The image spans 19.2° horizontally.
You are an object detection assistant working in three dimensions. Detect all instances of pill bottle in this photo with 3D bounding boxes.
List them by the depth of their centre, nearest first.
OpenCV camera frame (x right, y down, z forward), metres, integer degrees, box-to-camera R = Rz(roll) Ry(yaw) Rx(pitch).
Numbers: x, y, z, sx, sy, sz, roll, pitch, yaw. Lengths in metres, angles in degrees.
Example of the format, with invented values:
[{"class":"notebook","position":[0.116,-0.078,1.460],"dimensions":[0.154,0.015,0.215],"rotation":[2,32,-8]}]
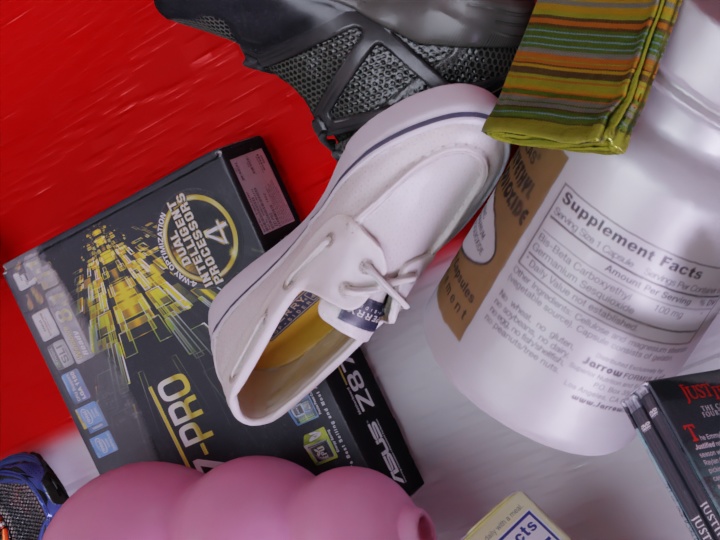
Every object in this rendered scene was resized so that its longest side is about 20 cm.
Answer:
[{"class":"pill bottle","position":[0.120,-0.028,0.932],"dimensions":[0.114,0.114,0.201],"rotation":[38,117,16]}]

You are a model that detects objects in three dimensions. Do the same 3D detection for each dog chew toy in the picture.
[{"class":"dog chew toy","position":[-0.057,0.146,1.026],"dimensions":[0.199,0.124,0.125],"rotation":[-13,96,23]}]

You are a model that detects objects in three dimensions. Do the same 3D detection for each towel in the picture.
[{"class":"towel","position":[0.111,-0.145,0.893],"dimensions":[0.086,0.018,0.201],"rotation":[10,77,54]}]

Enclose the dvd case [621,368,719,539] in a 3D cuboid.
[{"class":"dvd case","position":[0.204,0.127,0.876],"dimensions":[0.022,0.145,0.201],"rotation":[-45,63,40]}]

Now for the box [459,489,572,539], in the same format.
[{"class":"box","position":[0.090,0.233,0.983],"dimensions":[0.200,0.097,0.176],"rotation":[44,150,14]}]

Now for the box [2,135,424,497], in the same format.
[{"class":"box","position":[-0.078,0.053,1.103],"dimensions":[0.161,0.049,0.201],"rotation":[-24,92,33]}]

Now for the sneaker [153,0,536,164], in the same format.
[{"class":"sneaker","position":[-0.018,-0.091,1.017],"dimensions":[0.198,0.076,0.115],"rotation":[13,102,21]}]

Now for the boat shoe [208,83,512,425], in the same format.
[{"class":"boat shoe","position":[0.000,0.000,0.969],"dimensions":[0.200,0.071,0.070],"rotation":[-42,39,29]}]

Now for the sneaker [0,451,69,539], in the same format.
[{"class":"sneaker","position":[-0.234,0.169,1.204],"dimensions":[0.200,0.078,0.076],"rotation":[-36,84,31]}]
